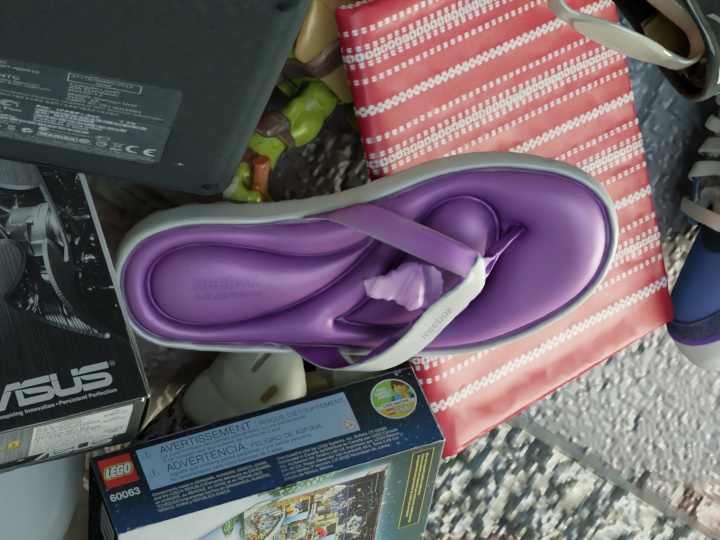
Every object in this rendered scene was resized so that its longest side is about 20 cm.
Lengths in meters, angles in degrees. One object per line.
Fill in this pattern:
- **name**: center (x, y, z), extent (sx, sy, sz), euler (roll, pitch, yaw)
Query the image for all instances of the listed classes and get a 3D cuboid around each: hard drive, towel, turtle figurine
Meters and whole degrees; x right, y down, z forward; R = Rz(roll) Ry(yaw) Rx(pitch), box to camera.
- **hard drive**: center (-0.097, -0.082, 0.947), extent (0.139, 0.200, 0.033), euler (10, 71, -8)
- **towel**: center (0.061, -0.037, 1.123), extent (0.144, 0.022, 0.201), euler (-28, 116, -34)
- **turtle figurine**: center (-0.011, -0.109, 1.098), extent (0.200, 0.064, 0.161), euler (-48, 135, -12)

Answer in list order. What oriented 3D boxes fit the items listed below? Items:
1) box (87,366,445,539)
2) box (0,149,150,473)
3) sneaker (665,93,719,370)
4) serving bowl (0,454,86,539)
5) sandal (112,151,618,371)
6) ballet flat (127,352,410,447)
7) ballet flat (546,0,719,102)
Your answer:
- **box**: center (-0.044, 0.125, 1.128), extent (0.136, 0.038, 0.200), euler (-16, 148, -17)
- **box**: center (-0.196, 0.009, 1.025), extent (0.199, 0.048, 0.159), euler (-12, 70, -17)
- **sneaker**: center (0.164, -0.073, 1.174), extent (0.146, 0.081, 0.200), euler (38, 92, -27)
- **serving bowl**: center (-0.201, 0.082, 1.094), extent (0.199, 0.066, 0.201), euler (-7, 112, -19)
- **sandal**: center (0.002, 0.007, 1.058), extent (0.201, 0.050, 0.083), euler (-9, 115, 9)
- **ballet flat**: center (-0.018, 0.045, 1.150), extent (0.199, 0.072, 0.072), euler (-18, 115, -22)
- **ballet flat**: center (0.084, -0.141, 1.068), extent (0.200, 0.068, 0.069), euler (39, 71, -11)
